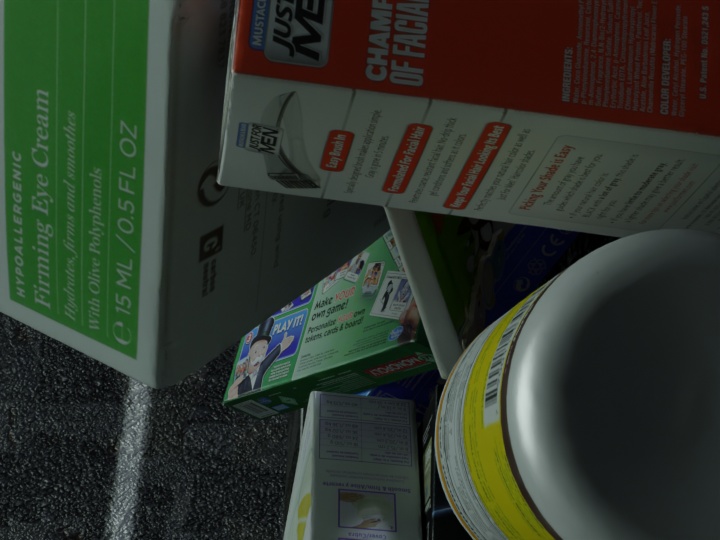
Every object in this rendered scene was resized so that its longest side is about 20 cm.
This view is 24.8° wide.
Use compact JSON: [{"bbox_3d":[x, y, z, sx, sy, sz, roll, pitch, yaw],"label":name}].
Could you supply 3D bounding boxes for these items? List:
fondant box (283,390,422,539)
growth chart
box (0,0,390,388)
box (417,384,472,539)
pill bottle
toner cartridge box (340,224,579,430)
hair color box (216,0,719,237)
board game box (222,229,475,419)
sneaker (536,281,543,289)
[{"bbox_3d":[-0.008,0.179,0.799,0.200,0.058,0.145,-92,11,-51],"label":"fondant box"},{"bbox_3d":[0.044,-0.050,0.729,0.200,0.018,0.145,-74,-32,-44],"label":"growth chart"},{"bbox_3d":[-0.091,-0.096,0.743,0.200,0.171,0.200,-35,-40,-48],"label":"box"},{"bbox_3d":[0.060,0.175,0.839,0.200,0.086,0.164,106,168,-61],"label":"box"},{"bbox_3d":[0.087,0.056,0.570,0.200,0.109,0.110,122,153,-79],"label":"pill bottle"},{"bbox_3d":[0.050,-0.003,0.868,0.200,0.043,0.095,-54,27,19],"label":"toner cartridge box"},{"bbox_3d":[0.052,-0.063,0.583,0.111,0.199,0.064,115,160,-72],"label":"hair color box"},{"bbox_3d":[0.000,0.000,0.874,0.200,0.029,0.135,-21,47,56],"label":"board game box"},{"bbox_3d":[0.073,0.025,0.952,0.078,0.077,0.201,-1,62,47],"label":"sneaker"}]
